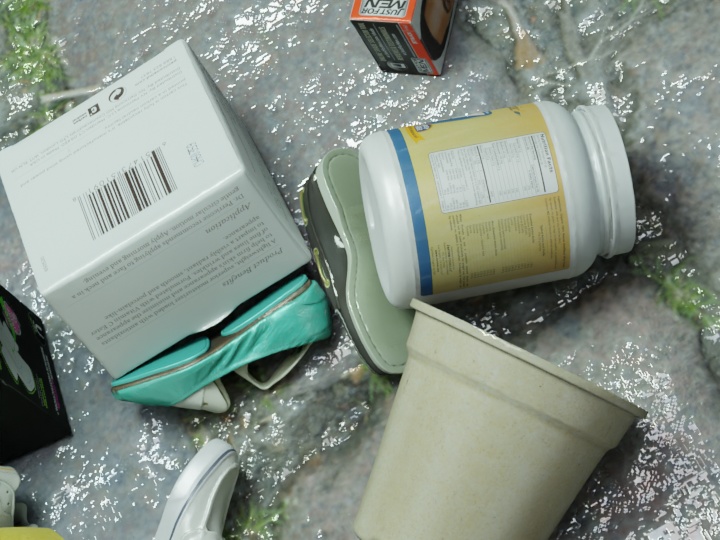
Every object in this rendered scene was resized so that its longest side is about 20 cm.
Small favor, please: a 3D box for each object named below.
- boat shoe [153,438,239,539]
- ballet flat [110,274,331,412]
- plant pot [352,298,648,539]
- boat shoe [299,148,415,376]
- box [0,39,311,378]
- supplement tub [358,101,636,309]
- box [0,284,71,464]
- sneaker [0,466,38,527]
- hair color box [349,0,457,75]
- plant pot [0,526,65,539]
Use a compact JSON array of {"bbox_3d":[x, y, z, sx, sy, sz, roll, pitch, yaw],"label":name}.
[{"bbox_3d":[-0.135,0.237,1.642,0.066,0.072,0.200,20,76,20],"label":"boat shoe"},{"bbox_3d":[-0.111,0.079,1.703,0.200,0.067,0.070,-29,100,4],"label":"ballet flat"},{"bbox_3d":[0.090,0.146,1.553,0.200,0.200,0.184,26,89,26],"label":"plant pot"},{"bbox_3d":[0.000,0.000,1.705,0.072,0.061,0.202,-3,69,-32],"label":"boat shoe"},{"bbox_3d":[-0.178,-0.053,1.718,0.199,0.131,0.200,-31,44,3],"label":"box"},{"bbox_3d":[0.108,-0.056,1.626,0.200,0.145,0.145,-11,64,-5],"label":"supplement tub"},{"bbox_3d":[-0.359,0.082,1.707,0.148,0.200,0.124,-24,61,8],"label":"box"},{"bbox_3d":[-0.333,0.173,1.670,0.092,0.200,0.076,-31,50,-7],"label":"sneaker"},{"bbox_3d":[0.052,-0.283,1.783,0.061,0.102,0.200,7,71,21],"label":"hair color box"},{"bbox_3d":[-0.286,0.284,1.621,0.142,0.200,0.200,-30,59,-25],"label":"plant pot"}]
